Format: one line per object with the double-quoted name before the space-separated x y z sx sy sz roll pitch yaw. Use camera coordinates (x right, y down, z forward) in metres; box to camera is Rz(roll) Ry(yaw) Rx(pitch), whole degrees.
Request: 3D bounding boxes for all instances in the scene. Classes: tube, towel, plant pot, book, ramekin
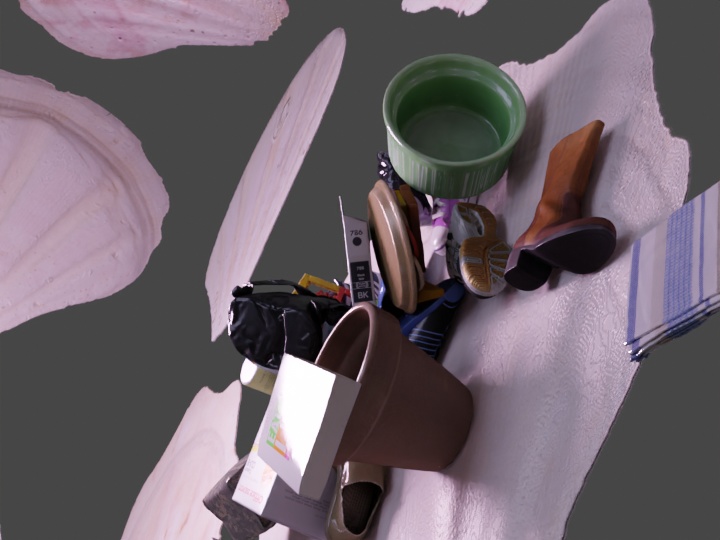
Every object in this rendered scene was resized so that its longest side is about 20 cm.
"tube" -0.090 0.182 1.618 0.058 0.199 0.052 -37 41 38
"towel" 0.314 -0.014 0.947 0.200 0.024 0.148 -44 25 48
"plant pot" 0.039 0.162 1.282 0.201 0.173 0.201 -55 20 32
"book" -0.064 0.177 1.211 0.135 0.048 0.200 -71 18 -5
"ramekin" 0.129 -0.197 1.466 0.098 0.198 0.202 92 -170 -58

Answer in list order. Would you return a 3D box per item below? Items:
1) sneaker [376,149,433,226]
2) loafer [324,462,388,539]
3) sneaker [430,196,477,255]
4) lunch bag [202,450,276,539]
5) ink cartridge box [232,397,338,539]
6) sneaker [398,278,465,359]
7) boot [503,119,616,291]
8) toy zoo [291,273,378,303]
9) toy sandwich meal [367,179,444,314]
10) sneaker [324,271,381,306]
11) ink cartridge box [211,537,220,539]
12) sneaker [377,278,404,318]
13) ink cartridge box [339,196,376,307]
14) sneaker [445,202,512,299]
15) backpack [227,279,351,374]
"sneaker" 0.072 -0.129 1.614 0.200 0.075 0.115 29 -125 -78
"loafer" 0.005 0.278 1.417 0.067 0.075 0.202 155 127 -64
"sneaker" 0.118 -0.130 1.553 0.073 0.113 0.202 -17 52 66
"lunch bag" -0.135 0.330 1.670 0.200 0.118 0.164 -40 -3 -32
"ink cartridge box" -0.071 0.274 1.511 0.145 0.144 0.202 -6 61 66
"sneaker" 0.082 0.100 1.439 0.200 0.078 0.070 -45 14 -3
"boot" 0.254 -0.085 1.204 0.201 0.068 0.188 -65 8 -23
"toy zoo" -0.046 0.089 1.623 0.020 0.198 0.132 70 -139 -76
"toy sandwich meal" 0.063 -0.038 1.430 0.205 0.069 0.207 166 90 -81
"sneaker" -0.016 0.039 1.733 0.070 0.108 0.200 -58 18 21
"ink cartridge box" -0.124 0.452 1.380 0.045 0.175 0.200 -61 17 12
"sneaker" 0.068 0.023 1.557 0.111 0.076 0.202 -26 42 66
"ink cartridge box" 0.000 0.000 1.479 0.099 0.039 0.202 77 -175 -81
"sneaker" 0.154 -0.008 1.378 0.201 0.075 0.088 -90 13 -59
"backpack" -0.088 0.090 1.512 0.200 0.166 0.128 6 -77 -66
